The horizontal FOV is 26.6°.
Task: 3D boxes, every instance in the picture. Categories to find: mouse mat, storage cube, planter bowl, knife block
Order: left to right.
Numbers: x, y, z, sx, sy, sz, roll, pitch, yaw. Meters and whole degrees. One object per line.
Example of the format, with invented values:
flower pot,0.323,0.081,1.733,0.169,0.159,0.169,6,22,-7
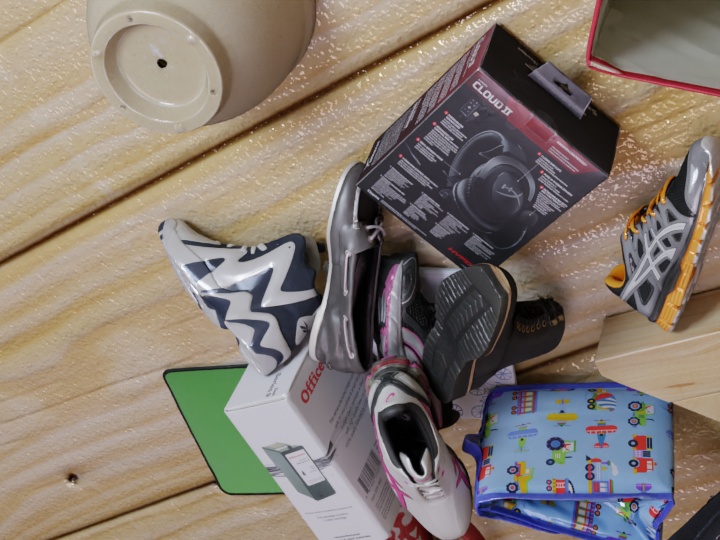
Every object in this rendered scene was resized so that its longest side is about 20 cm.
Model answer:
planter bowl,-0.152,-0.202,1.300,0.198,0.135,0.202,11,132,12
mouse mat,-0.120,0.180,1.704,0.159,0.008,0.201,-4,128,24
knife block,0.333,0.051,1.384,0.198,0.064,0.177,21,132,3
storage cube,0.269,-0.242,1.077,0.198,0.181,0.172,11,132,10

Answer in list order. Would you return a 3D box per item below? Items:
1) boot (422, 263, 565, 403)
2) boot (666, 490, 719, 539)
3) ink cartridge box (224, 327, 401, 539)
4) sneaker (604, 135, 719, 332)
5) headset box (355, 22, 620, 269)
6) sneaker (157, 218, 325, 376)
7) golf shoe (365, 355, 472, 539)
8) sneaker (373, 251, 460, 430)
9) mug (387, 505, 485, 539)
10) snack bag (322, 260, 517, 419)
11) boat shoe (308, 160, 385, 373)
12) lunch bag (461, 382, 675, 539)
boot,0.140,0.036,1.389,0.078,0.137,0.200,63,158,19
boot,0.396,0.211,1.420,0.164,0.066,0.201,21,113,-37
ink cartridge box,-0.031,0.154,1.527,0.083,0.146,0.201,-14,122,33
sneaker,0.267,-0.034,1.331,0.077,0.078,0.201,25,131,16
headset box,0.116,-0.104,1.323,0.148,0.078,0.200,36,131,-13
sneaker,-0.103,-0.005,1.497,0.199,0.129,0.080,45,164,35
golf shoe,0.053,0.184,1.434,0.072,0.092,0.201,-19,116,11
sneaker,0.057,0.071,1.483,0.085,0.080,0.202,-8,118,-11
mug,0.040,0.291,1.679,0.176,0.134,0.202,-21,123,-12
snack bag,0.065,0.072,1.532,0.187,0.021,0.201,3,130,19
boat shoe,0.000,0.000,1.427,0.057,0.067,0.202,19,109,27
lunch bag,0.197,0.179,1.468,0.198,0.151,0.095,7,132,5
